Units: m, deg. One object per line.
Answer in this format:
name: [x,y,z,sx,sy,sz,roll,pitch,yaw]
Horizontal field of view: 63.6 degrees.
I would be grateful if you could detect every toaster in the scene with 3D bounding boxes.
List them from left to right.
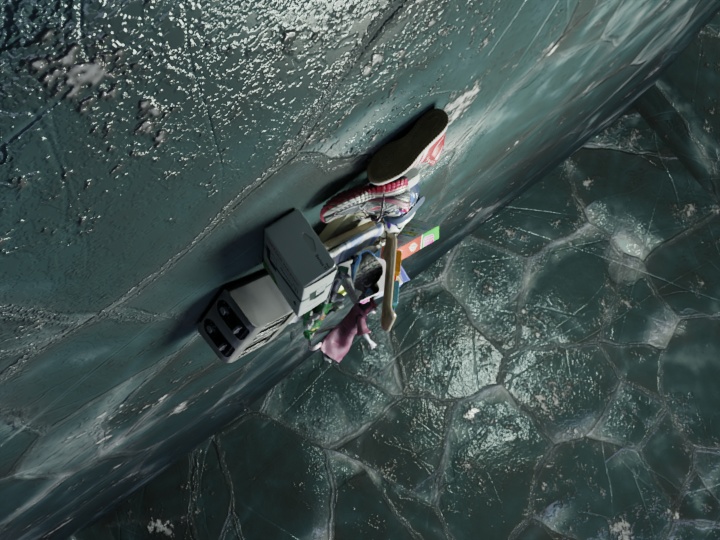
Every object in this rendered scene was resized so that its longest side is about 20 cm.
toaster: [-0.247,0.099,1.325,0.199,0.120,0.181,-26,166,-49]

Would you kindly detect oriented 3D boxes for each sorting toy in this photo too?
sorting toy: [-0.073,-0.045,1.402,0.184,0.037,0.199,-28,178,-40]
sorting toy: [0.075,0.033,1.421,0.036,0.204,0.186,2,163,-2]

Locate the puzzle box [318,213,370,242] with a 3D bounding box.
puzzle box: [-0.001,-0.137,1.394,0.199,0.026,0.133,-28,166,-46]

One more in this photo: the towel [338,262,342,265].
towel: [-0.120,0.005,1.553,0.198,0.049,0.112,-31,168,-32]

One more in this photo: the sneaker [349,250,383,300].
sneaker: [0.000,0.000,1.405,0.077,0.091,0.201,-22,159,-13]

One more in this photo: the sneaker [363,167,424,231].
sneaker: [0.066,-0.138,1.328,0.199,0.080,0.149,-36,143,-38]

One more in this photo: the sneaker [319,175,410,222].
sneaker: [0.013,-0.132,1.180,0.196,0.076,0.081,-17,-161,-10]

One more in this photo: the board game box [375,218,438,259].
board game box: [0.104,-0.093,1.640,0.198,0.151,0.041,-29,126,-38]

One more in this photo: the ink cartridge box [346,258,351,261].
ink cartridge box: [-0.096,0.015,1.712,0.199,0.039,0.100,-35,171,-26]

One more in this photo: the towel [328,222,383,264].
towel: [-0.038,-0.042,1.354,0.198,0.024,0.147,-31,175,-15]

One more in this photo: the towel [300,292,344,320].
towel: [-0.159,0.100,1.565,0.197,0.049,0.170,-14,-177,-29]

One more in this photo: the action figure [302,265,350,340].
action figure: [-0.092,0.089,1.433,0.117,0.054,0.202,-13,137,-57]

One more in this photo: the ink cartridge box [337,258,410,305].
ink cartridge box: [0.033,0.015,1.595,0.198,0.120,0.042,-21,160,-36]

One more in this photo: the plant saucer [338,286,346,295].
plant saucer: [-0.032,0.024,1.722,0.199,0.048,0.200,-37,173,-18]

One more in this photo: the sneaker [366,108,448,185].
sneaker: [0.099,-0.232,1.183,0.199,0.072,0.113,-40,167,-2]

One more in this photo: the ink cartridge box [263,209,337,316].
ink cartridge box: [-0.127,-0.010,1.174,0.082,0.148,0.200,-31,168,-19]

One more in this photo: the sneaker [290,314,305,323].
sneaker: [-0.136,0.053,1.450,0.199,0.076,0.081,-39,156,-29]

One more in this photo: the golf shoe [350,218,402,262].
golf shoe: [0.046,-0.097,1.504,0.200,0.078,0.094,-43,-175,-30]

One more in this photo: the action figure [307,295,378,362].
action figure: [-0.029,0.135,1.495,0.201,0.147,0.135,-53,-156,17]
